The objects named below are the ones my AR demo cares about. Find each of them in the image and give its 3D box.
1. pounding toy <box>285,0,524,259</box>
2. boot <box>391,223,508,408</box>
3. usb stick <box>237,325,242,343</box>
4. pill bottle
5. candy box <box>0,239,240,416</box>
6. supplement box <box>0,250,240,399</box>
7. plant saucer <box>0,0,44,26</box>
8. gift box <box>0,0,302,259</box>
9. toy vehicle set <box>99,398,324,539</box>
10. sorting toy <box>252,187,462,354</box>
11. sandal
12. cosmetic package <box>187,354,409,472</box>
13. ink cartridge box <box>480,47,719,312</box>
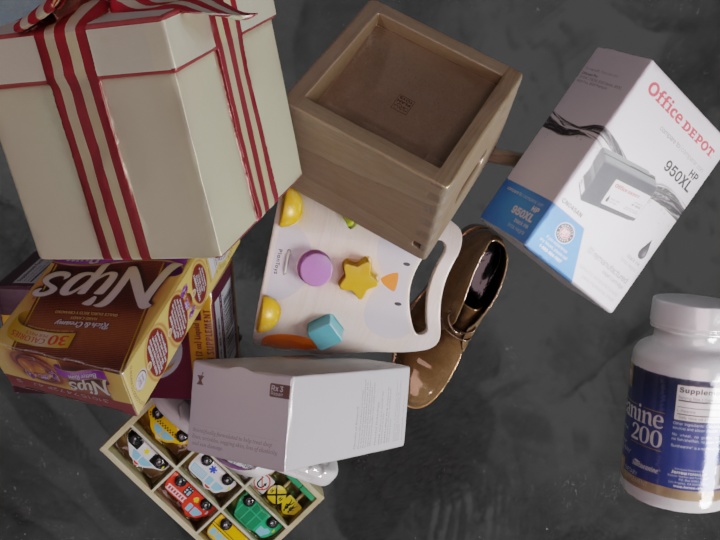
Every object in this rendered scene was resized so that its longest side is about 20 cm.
[{"bbox_3d":[0.052,-0.123,0.806,0.183,0.143,0.201,29,57,10],"label":"pounding toy"},{"bbox_3d":[0.087,0.051,0.883,0.073,0.075,0.202,23,98,-11],"label":"boot"},{"bbox_3d":[-0.204,0.018,0.871,0.200,0.033,0.056,41,99,-10],"label":"usb stick"},{"bbox_3d":[0.327,0.130,0.897,0.109,0.111,0.203,2,98,-6],"label":"pill bottle"},{"bbox_3d":[-0.190,0.013,0.722,0.115,0.201,0.057,10,138,14],"label":"candy box"},{"bbox_3d":[-0.218,0.050,0.821,0.197,0.086,0.112,1,112,6],"label":"supplement box"},{"bbox_3d":[-0.266,-0.241,0.708,0.198,0.039,0.203,-9,130,-11],"label":"plant saucer"},{"bbox_3d":[-0.140,-0.129,0.650,0.197,0.185,0.189,-4,116,17],"label":"gift box"},{"bbox_3d":[-0.149,0.203,0.908,0.124,0.027,0.200,-44,100,2],"label":"toy vehicle set"},{"bbox_3d":[0.000,0.000,0.846,0.177,0.107,0.203,11,98,-4],"label":"sorting toy"},{"bbox_3d":[-0.114,0.168,0.855,0.201,0.083,0.050,28,108,-16],"label":"sandal"},{"bbox_3d":[-0.049,0.122,0.803,0.112,0.199,0.082,4,90,34],"label":"cosmetic package"},{"bbox_3d":[0.234,-0.086,0.848,0.144,0.084,0.201,32,95,-32],"label":"ink cartridge box"}]
